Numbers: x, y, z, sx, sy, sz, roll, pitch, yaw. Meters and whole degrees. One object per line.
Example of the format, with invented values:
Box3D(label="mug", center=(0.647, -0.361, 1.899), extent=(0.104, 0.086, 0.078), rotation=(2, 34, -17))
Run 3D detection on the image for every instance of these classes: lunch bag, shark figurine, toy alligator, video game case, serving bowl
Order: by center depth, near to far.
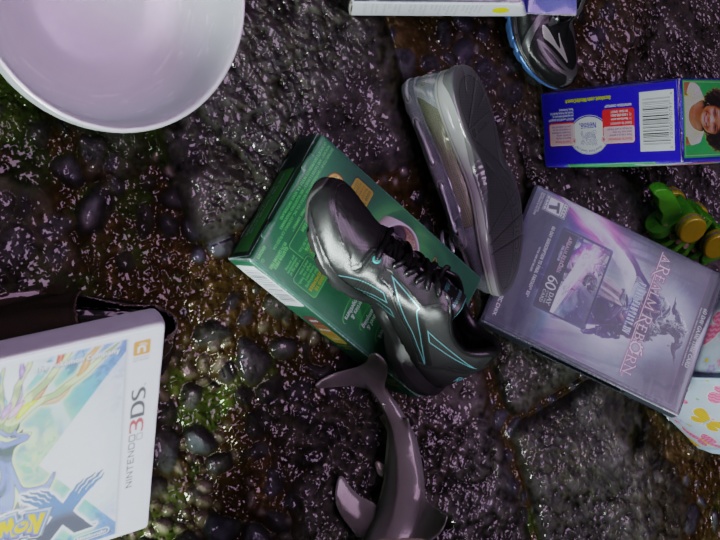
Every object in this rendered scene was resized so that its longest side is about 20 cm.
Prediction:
Box3D(label="video game case", center=(-0.222, 0.122, 0.683), extent=(0.198, 0.022, 0.184), rotation=(-12, 128, -33))
Box3D(label="serving bowl", center=(-0.181, -0.193, 0.746), extent=(0.198, 0.065, 0.204), rotation=(1, 88, -33))
Box3D(label="shark figurine", center=(0.035, 0.174, 0.875), extent=(0.127, 0.089, 0.218), rotation=(3, 89, -35))
Box3D(label="video game case", center=(0.222, 0.027, 0.987), extent=(0.198, 0.019, 0.144), rotation=(25, 73, 0))
Box3D(label="lunch bag", center=(0.379, 0.098, 1.040), extent=(0.169, 0.199, 0.128), rotation=(37, 70, -27))
Box3D(label="toy alligator", center=(0.351, -0.031, 1.115), extent=(0.198, 0.060, 0.054), rotation=(26, 117, -32))

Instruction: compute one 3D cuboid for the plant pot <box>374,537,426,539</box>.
Box3D(label="plant pot", center=(-0.032, 0.294, 0.725), extent=(0.198, 0.200, 0.186), rotation=(3, 66, -34))

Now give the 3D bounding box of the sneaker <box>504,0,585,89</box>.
Box3D(label="sneaker", center=(0.178, -0.262, 0.969), extent=(0.070, 0.082, 0.203), rotation=(-20, 115, -41))

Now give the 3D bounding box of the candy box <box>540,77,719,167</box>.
Box3D(label="candy box", center=(0.297, -0.138, 1.007), extent=(0.198, 0.168, 0.078), rotation=(-8, 98, -33))

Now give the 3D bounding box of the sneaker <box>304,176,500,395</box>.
Box3D(label="sneaker", center=(0.034, 0.005, 0.819), extent=(0.201, 0.079, 0.076), rotation=(53, 39, -23))

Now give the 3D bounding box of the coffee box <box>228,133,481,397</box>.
Box3D(label="coffee box", center=(0.000, 0.000, 0.878), extent=(0.199, 0.044, 0.124), rotation=(38, 69, -27))

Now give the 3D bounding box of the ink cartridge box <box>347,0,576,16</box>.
Box3D(label="ink cartridge box", center=(0.086, -0.314, 0.893), extent=(0.197, 0.047, 0.201), rotation=(-1, 89, -3))

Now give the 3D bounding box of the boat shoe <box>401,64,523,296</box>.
Box3D(label="boat shoe", center=(0.090, -0.074, 0.937), extent=(0.074, 0.064, 0.204), rotation=(-40, 117, -48))

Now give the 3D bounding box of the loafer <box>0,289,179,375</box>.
Box3D(label="loafer", center=(-0.208, 0.039, 0.710), extent=(0.198, 0.071, 0.074), rotation=(-3, 63, -40))
